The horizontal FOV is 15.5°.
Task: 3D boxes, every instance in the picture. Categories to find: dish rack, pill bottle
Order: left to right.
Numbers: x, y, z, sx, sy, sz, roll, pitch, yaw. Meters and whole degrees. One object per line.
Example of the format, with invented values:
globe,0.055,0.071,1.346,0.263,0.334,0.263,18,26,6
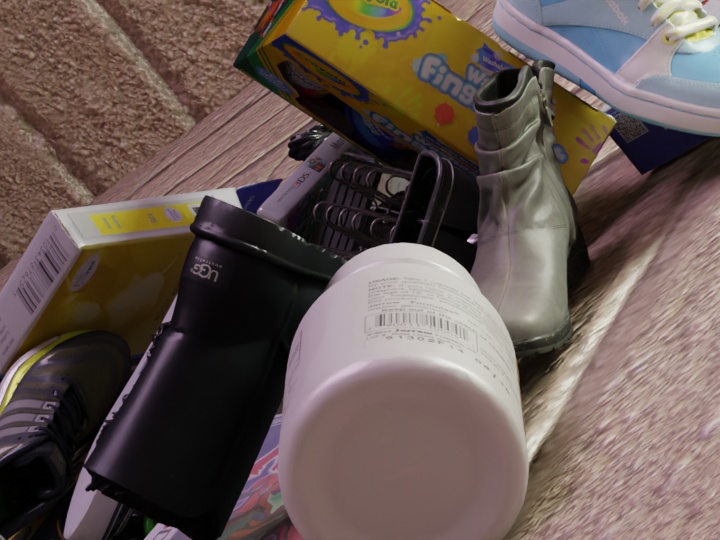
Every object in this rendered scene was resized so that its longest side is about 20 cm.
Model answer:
dish rack,0.000,0.000,1.580,0.200,0.054,0.154,18,89,61
pill bottle,0.020,0.060,1.271,0.114,0.114,0.200,-38,15,13

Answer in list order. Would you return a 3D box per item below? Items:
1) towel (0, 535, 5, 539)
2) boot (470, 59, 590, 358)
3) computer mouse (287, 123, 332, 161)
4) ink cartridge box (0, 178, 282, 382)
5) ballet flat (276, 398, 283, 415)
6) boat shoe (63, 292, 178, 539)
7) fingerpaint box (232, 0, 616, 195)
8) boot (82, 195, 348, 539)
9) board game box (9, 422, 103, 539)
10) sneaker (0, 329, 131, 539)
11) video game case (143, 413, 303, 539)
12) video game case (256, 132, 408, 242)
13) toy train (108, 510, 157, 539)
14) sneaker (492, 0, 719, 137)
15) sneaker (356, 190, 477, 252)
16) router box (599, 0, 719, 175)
towel,-0.252,0.236,1.495,0.200,0.085,0.166,-24,46,62
boot,0.078,-0.036,1.442,0.068,0.131,0.200,-6,19,15
computer mouse,-0.030,-0.029,1.827,0.110,0.044,0.200,-40,-30,-52
ink cartridge box,-0.158,0.027,1.745,0.200,0.047,0.198,-7,-37,-42
ballet flat,-0.066,0.104,1.590,0.073,0.073,0.200,-41,10,-4
boat shoe,-0.102,0.080,1.523,0.200,0.068,0.072,-63,13,-25
fingerpaint box,0.034,-0.108,1.621,0.073,0.200,0.167,-59,11,-9
boot,-0.061,0.062,1.398,0.200,0.076,0.168,26,-92,-63
board game box,-0.184,0.147,1.684,0.200,0.035,0.135,-52,11,-23
sneaker,-0.199,0.112,1.629,0.081,0.074,0.200,-2,39,45
video game case,-0.032,0.122,1.398,0.200,0.023,0.182,-16,23,39
video game case,-0.019,-0.017,1.769,0.182,0.024,0.200,-47,-24,-39
toy train,-0.125,0.159,1.540,0.042,0.056,0.200,-14,24,14
sneaker,0.164,-0.163,1.502,0.079,0.200,0.131,-18,-51,-46
sneaker,0.040,-0.016,1.635,0.200,0.066,0.091,-31,55,49
router box,0.259,-0.159,1.595,0.200,0.049,0.180,-31,13,44
